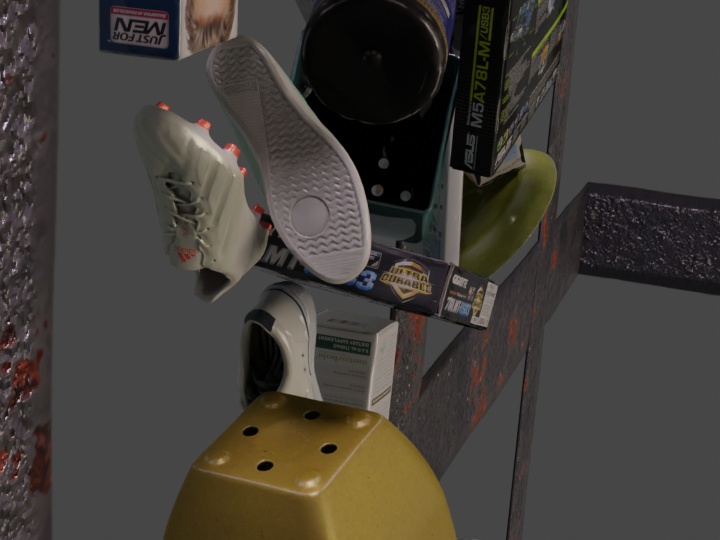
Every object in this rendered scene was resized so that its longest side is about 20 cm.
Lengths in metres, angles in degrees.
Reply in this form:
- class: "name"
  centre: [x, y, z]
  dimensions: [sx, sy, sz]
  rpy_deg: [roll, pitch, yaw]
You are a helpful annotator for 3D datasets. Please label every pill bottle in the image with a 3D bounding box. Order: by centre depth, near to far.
- class: "pill bottle"
  centre: [0.021, -0.210, 1.171]
  dimensions: [0.201, 0.111, 0.113]
  rpy_deg: [-76, 166, -55]

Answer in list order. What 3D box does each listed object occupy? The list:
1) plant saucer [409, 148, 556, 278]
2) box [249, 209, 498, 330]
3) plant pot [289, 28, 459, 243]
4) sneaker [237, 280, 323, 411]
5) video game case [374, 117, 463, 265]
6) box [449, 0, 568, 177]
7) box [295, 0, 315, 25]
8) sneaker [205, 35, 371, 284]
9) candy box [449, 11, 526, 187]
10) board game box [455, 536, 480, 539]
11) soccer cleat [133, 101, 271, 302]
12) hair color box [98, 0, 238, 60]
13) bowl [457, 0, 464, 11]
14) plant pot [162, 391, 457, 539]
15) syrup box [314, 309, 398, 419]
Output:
- class: "plant saucer"
  centre: [0.118, -0.056, 1.534]
  dimensions: [0.031, 0.199, 0.201]
  rpy_deg: [41, 48, -24]
- class: "box"
  centre: [0.000, 0.000, 1.213]
  dimensions: [0.198, 0.199, 0.050]
  rpy_deg: [26, 79, -73]
- class: "plant pot"
  centre: [0.009, -0.101, 1.322]
  dimensions: [0.200, 0.140, 0.142]
  rpy_deg: [79, 23, -75]
- class: "sneaker"
  centre: [-0.076, 0.109, 1.272]
  dimensions: [0.071, 0.073, 0.201]
  rpy_deg: [-35, 128, -47]
- class: "video game case"
  centre: [0.057, -0.117, 1.480]
  dimensions: [0.182, 0.022, 0.201]
  rpy_deg: [-132, -143, -57]
- class: "box"
  centre: [0.135, -0.212, 1.271]
  dimensions: [0.200, 0.047, 0.194]
  rpy_deg: [-55, 152, -47]
- class: "box"
  centre: [-0.020, -0.220, 1.318]
  dimensions: [0.200, 0.041, 0.039]
  rpy_deg: [58, 44, -65]
- class: "sneaker"
  centre: [-0.041, -0.080, 1.121]
  dimensions: [0.201, 0.073, 0.118]
  rpy_deg: [62, 7, 10]
- class: "candy box"
  centre: [0.095, -0.203, 1.478]
  dimensions: [0.136, 0.061, 0.201]
  rpy_deg: [51, -18, 51]
- class: "board game box"
  centre: [0.007, 0.288, 1.388]
  dimensions: [0.199, 0.198, 0.044]
  rpy_deg: [-17, 111, -72]
- class: "soccer cleat"
  centre: [-0.115, -0.043, 1.036]
  dimensions: [0.078, 0.069, 0.200]
  rpy_deg: [-58, 155, -17]
- class: "hair color box"
  centre: [-0.118, -0.241, 0.926]
  dimensions: [0.100, 0.060, 0.202]
  rpy_deg: [-44, 140, -64]
- class: "bowl"
  centre: [0.040, -0.300, 1.328]
  dimensions: [0.201, 0.094, 0.201]
  rpy_deg: [52, 9, -12]
- class: "plant pot"
  centre: [-0.045, 0.213, 1.170]
  dimensions: [0.194, 0.194, 0.201]
  rpy_deg: [-44, 134, -49]
- class: "syrup box"
  centre: [-0.019, 0.146, 1.444]
  dimensions: [0.081, 0.078, 0.202]
  rpy_deg: [-24, 122, -72]
